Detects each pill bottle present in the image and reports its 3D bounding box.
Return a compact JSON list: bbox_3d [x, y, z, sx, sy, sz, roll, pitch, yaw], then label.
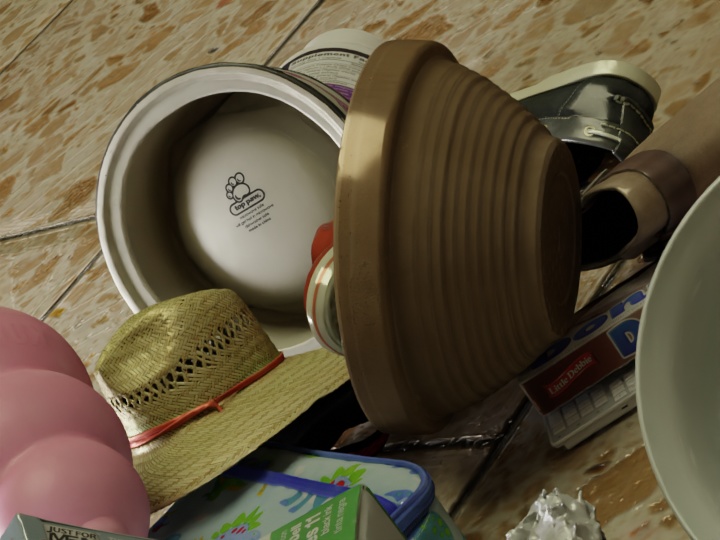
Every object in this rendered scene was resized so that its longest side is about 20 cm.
[{"bbox_3d":[-0.020,-0.089,1.508,0.111,0.112,0.200,-27,23,22],"label":"pill bottle"}]

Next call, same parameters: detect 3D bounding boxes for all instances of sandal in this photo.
[{"bbox_3d":[-0.015,0.092,1.245,0.200,0.045,0.075,-48,17,4],"label":"sandal"}]

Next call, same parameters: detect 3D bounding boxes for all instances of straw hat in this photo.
[{"bbox_3d":[-0.093,0.056,1.188,0.200,0.085,0.201,-31,7,4],"label":"straw hat"}]

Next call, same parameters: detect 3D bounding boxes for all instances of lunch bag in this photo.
[{"bbox_3d":[-0.042,0.160,1.091,0.161,0.083,0.199,-44,24,-23],"label":"lunch bag"}]

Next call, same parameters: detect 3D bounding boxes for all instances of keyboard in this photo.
[{"bbox_3d":[0.178,0.026,1.114,0.199,0.011,0.056,-34,22,8],"label":"keyboard"}]

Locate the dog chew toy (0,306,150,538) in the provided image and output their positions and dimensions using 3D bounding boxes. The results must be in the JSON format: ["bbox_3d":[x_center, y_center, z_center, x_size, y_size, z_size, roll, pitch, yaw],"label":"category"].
[{"bbox_3d":[-0.171,0.097,1.090,0.124,0.125,0.200,-41,37,-12],"label":"dog chew toy"}]

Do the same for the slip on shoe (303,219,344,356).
[{"bbox_3d":[0.000,0.000,1.175,0.061,0.075,0.200,2,15,14],"label":"slip on shoe"}]

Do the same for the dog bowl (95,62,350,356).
[{"bbox_3d":[-0.063,-0.038,1.377,0.199,0.201,0.074,-26,6,25],"label":"dog bowl"}]

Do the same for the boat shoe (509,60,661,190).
[{"bbox_3d":[0.099,-0.067,1.347,0.199,0.072,0.068,-21,51,46],"label":"boat shoe"}]

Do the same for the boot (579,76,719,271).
[{"bbox_3d":[0.188,-0.065,1.142,0.146,0.070,0.200,-30,-13,-30],"label":"boot"}]

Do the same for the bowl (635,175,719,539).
[{"bbox_3d":[0.217,0.041,0.860,0.200,0.203,0.090,-24,-17,28],"label":"bowl"}]

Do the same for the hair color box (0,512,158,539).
[{"bbox_3d":[-0.155,0.209,1.018,0.201,0.098,0.061,-56,38,27],"label":"hair color box"}]

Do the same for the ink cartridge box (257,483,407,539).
[{"bbox_3d":[-0.044,0.204,0.913,0.199,0.147,0.083,-29,23,16],"label":"ink cartridge box"}]

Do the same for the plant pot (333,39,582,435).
[{"bbox_3d":[0.058,-0.017,1.109,0.092,0.202,0.201,0,35,18],"label":"plant pot"}]

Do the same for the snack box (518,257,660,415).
[{"bbox_3d":[0.170,0.005,1.131,0.199,0.024,0.072,-34,9,9],"label":"snack box"}]

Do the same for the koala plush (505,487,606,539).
[{"bbox_3d":[0.073,0.193,0.752,0.182,0.178,0.201,-13,30,24],"label":"koala plush"}]
